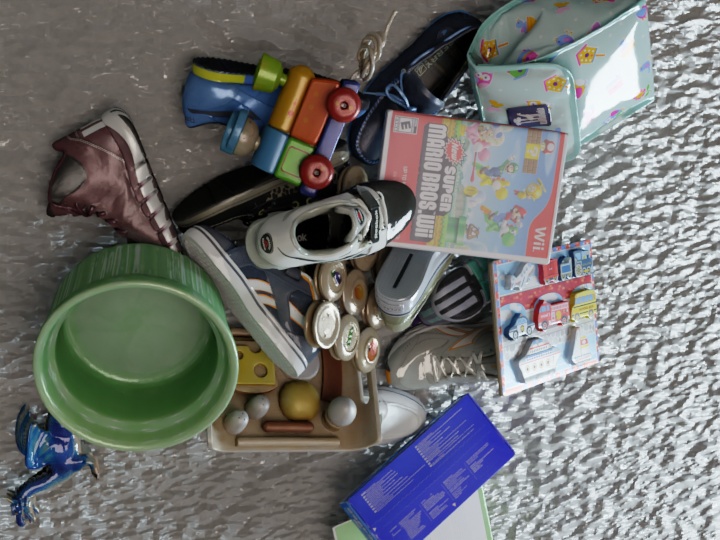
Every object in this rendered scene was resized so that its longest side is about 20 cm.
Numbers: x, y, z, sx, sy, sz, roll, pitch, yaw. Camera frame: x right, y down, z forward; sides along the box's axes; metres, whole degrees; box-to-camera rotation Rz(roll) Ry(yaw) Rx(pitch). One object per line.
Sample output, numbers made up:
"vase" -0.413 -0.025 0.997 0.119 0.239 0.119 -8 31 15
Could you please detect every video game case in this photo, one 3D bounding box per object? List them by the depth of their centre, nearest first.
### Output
"video game case" 0.115 -0.088 1.387 0.198 0.017 0.145 6 99 -8

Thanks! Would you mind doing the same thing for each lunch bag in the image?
"lunch bag" 0.212 -0.214 1.410 0.199 0.122 0.171 -32 144 -8

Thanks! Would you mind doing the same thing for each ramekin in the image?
"ramekin" -0.222 0.072 1.297 0.198 0.098 0.202 -3 121 -6

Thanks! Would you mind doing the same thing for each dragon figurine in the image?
"dragon figurine" -0.330 0.175 1.368 0.098 0.059 0.202 -5 109 -21

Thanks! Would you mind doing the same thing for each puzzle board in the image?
"puzzle board" 0.219 0.051 1.508 0.199 0.017 0.153 -12 98 -46

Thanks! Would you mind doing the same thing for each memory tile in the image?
"memory tile" 0.000 0.000 1.397 0.153 0.017 0.202 35 65 -55

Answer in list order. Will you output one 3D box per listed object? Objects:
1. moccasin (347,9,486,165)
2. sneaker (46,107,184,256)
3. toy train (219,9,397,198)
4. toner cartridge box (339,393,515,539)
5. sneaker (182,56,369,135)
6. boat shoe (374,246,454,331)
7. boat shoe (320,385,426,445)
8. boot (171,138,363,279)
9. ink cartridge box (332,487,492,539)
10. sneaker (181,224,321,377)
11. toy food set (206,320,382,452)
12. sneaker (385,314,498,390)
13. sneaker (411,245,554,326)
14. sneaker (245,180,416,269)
"moccasin" 0.058 -0.200 1.401 0.080 0.068 0.201 34 92 -28
"sneaker" -0.255 -0.055 1.324 0.115 0.076 0.202 -22 105 -8
"toy train" -0.055 -0.185 1.287 0.115 0.085 0.202 21 99 -9
"toner cartridge box" 0.080 0.245 1.533 0.199 0.043 0.095 -38 88 -18
"sneaker" -0.089 -0.169 1.354 0.198 0.066 0.079 4 111 -22
"boat shoe" 0.067 -0.019 1.442 0.201 0.071 0.062 -55 161 -34
"boat shoe" -0.007 0.176 1.500 0.198 0.067 0.074 4 106 -24
"boot" -0.087 -0.039 1.391 0.202 0.073 0.155 -24 117 -15
"ink cartridge box" 0.063 0.326 1.591 0.198 0.048 0.147 -19 113 -15
"sneaker" -0.103 0.014 1.349 0.079 0.078 0.201 -46 120 -18
"toy food set" -0.077 0.120 1.412 0.198 0.060 0.145 4 66 -24
"sneaker" 0.127 0.100 1.517 0.198 0.092 0.076 -15 112 -18
"sneaker" 0.140 0.008 1.518 0.199 0.087 0.075 -24 87 -36
"sneaker" -0.009 -0.045 1.298 0.199 0.088 0.075 -21 98 -33
